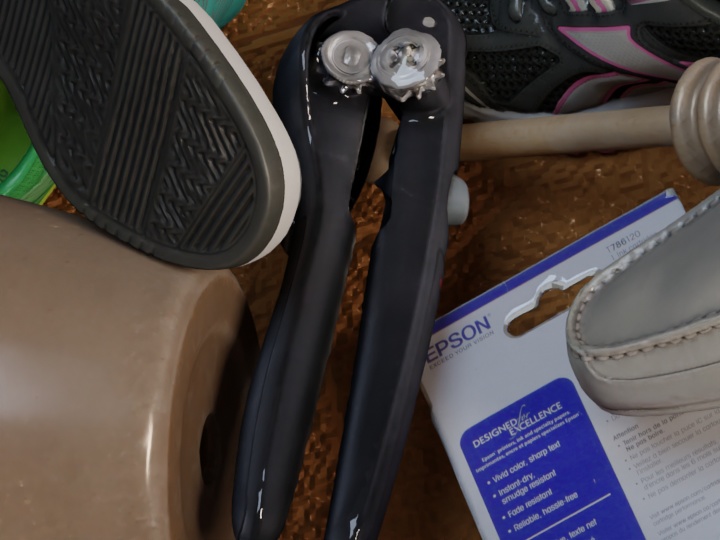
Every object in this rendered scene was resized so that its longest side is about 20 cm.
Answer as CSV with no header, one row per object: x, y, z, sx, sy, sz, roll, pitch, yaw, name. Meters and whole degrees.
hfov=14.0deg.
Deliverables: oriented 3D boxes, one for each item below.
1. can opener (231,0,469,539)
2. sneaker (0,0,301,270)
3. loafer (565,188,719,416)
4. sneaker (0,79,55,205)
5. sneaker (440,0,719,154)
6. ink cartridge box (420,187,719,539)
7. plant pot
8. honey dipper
0.000,0.000,0.876,0.063,0.079,0.201,3,55,2,can opener
-0.064,-0.076,0.896,0.200,0.120,0.084,44,120,25,sneaker
0.134,-0.026,0.773,0.199,0.070,0.070,-31,33,21,loafer
-0.100,-0.082,0.995,0.074,0.084,0.201,32,83,-3,sneaker
0.095,-0.090,0.902,0.199,0.086,0.081,4,61,31,sneaker
0.089,0.078,0.829,0.099,0.039,0.201,-29,52,9,ink cartridge box
-0.125,0.053,0.875,0.173,0.201,0.201,2,61,14,plant pot
0.065,-0.044,0.894,0.199,0.038,0.038,0,59,48,honey dipper
